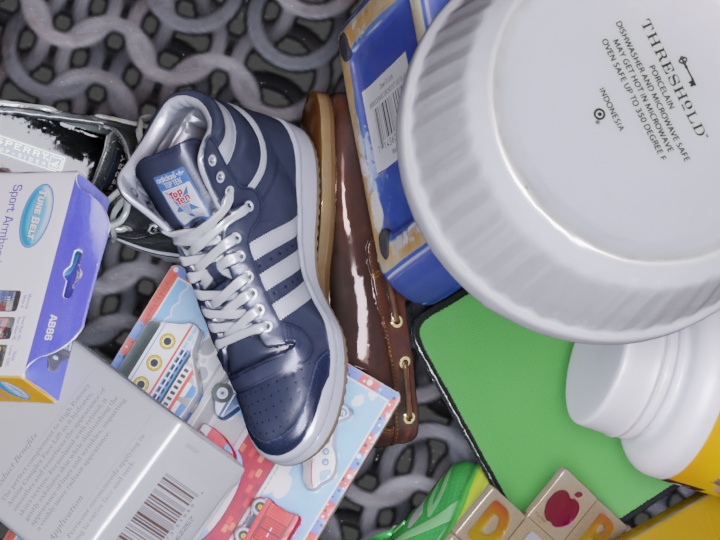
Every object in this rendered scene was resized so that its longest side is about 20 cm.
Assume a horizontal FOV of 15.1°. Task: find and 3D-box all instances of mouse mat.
[{"bbox_3d":[0.142,0.052,1.529,0.200,0.008,0.161,-30,94,-21],"label":"mouse mat"}]

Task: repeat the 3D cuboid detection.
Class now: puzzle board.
[{"bbox_3d":[-0.092,0.115,1.463,0.151,0.017,0.200,29,82,15],"label":"puzzle board"}]

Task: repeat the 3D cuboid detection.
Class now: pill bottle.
[{"bbox_3d":[0.218,0.074,1.491,0.200,0.109,0.110,17,87,-17],"label":"pill bottle"}]

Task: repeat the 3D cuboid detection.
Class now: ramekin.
[{"bbox_3d":[0.123,-0.069,1.284,0.202,0.094,0.203,2,79,-11],"label":"ramekin"}]

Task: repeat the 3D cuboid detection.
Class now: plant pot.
[{"bbox_3d":[0.099,-0.089,1.430,0.179,0.200,0.201,-8,80,-19],"label":"plant pot"}]

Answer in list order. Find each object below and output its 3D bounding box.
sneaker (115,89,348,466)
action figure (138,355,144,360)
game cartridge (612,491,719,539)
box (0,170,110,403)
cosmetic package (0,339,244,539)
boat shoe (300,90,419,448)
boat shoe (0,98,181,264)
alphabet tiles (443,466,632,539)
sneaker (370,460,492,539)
[{"bbox_3d":[-0.068,-0.001,1.418,0.070,0.108,0.200,-22,61,30],"label":"sneaker"},{"bbox_3d":[-0.124,0.110,1.507,0.065,0.052,0.200,23,82,-10],"label":"action figure"},{"bbox_3d":[0.167,0.230,1.482,0.200,0.032,0.177,-21,90,-43],"label":"game cartridge"},{"bbox_3d":[-0.217,0.008,1.438,0.200,0.041,0.119,1,66,26],"label":"box"},{"bbox_3d":[-0.168,0.085,1.439,0.200,0.074,0.102,35,85,38],"label":"cosmetic package"},{"bbox_3d":[0.000,0.000,1.513,0.070,0.070,0.201,-1,96,-11],"label":"boat shoe"},{"bbox_3d":[-0.132,-0.054,1.499,0.199,0.068,0.074,21,87,-5],"label":"boat shoe"},{"bbox_3d":[0.076,0.210,1.497,0.200,0.006,0.166,-51,128,-5],"label":"alphabet tiles"},{"bbox_3d":[0.001,0.176,1.499,0.084,0.074,0.200,37,76,16],"label":"sneaker"}]
